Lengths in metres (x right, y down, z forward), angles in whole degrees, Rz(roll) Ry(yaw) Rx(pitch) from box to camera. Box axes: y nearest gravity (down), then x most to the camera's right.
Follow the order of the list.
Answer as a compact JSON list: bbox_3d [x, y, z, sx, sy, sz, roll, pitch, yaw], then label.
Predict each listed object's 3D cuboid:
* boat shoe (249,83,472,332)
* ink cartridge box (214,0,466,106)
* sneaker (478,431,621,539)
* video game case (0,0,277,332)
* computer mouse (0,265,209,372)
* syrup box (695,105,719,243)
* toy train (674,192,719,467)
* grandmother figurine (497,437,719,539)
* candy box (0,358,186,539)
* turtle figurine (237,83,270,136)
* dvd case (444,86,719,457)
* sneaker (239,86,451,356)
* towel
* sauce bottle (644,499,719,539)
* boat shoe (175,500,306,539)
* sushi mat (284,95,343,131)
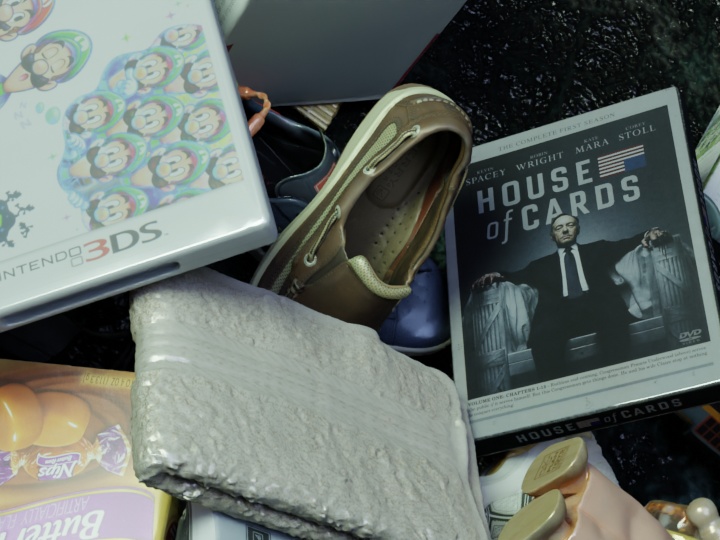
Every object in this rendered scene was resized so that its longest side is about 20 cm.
[{"bbox_3d":[-0.005,-0.002,0.836,0.075,0.075,0.202,22,102,-22],"label":"boat shoe"},{"bbox_3d":[-0.043,-0.217,0.922,0.145,0.145,0.200,-7,69,-26],"label":"ink cartridge box"},{"bbox_3d":[0.071,0.154,0.856,0.200,0.076,0.088,-28,80,-30],"label":"sneaker"},{"bbox_3d":[-0.150,-0.073,0.779,0.182,0.024,0.200,-18,62,3],"label":"video game case"},{"bbox_3d":[-0.173,-0.016,0.849,0.200,0.046,0.140,30,60,-7],"label":"computer mouse"},{"bbox_3d":[0.267,-0.071,1.039,0.081,0.079,0.200,37,58,-3],"label":"syrup box"},{"bbox_3d":[0.205,0.038,0.943,0.200,0.114,0.085,39,35,0],"label":"toy train"},{"bbox_3d":[0.163,0.167,0.798,0.200,0.061,0.121,42,57,-12],"label":"grandmother figurine"},{"bbox_3d":[-0.149,0.144,0.757,0.117,0.056,0.200,5,63,7],"label":"candy box"},{"bbox_3d":[-0.163,-0.094,0.843,0.200,0.064,0.161,-24,46,-15],"label":"turtle figurine"},{"bbox_3d":[0.121,-0.002,0.885,0.025,0.150,0.200,51,29,-49],"label":"dvd case"},{"bbox_3d":[-0.017,-0.028,0.897,0.200,0.085,0.075,35,58,-5],"label":"sneaker"},{"bbox_3d":[-0.021,0.074,0.765,0.200,0.034,0.133,23,36,-28],"label":"towel"},{"bbox_3d":[0.153,0.225,0.848,0.066,0.066,0.200,22,73,-12],"label":"sauce bottle"},{"bbox_3d":[-0.060,0.139,0.742,0.070,0.066,0.200,27,33,-24],"label":"boat shoe"},{"bbox_3d":[-0.082,-0.175,0.979,0.200,0.012,0.096,36,58,-5],"label":"sushi mat"}]
